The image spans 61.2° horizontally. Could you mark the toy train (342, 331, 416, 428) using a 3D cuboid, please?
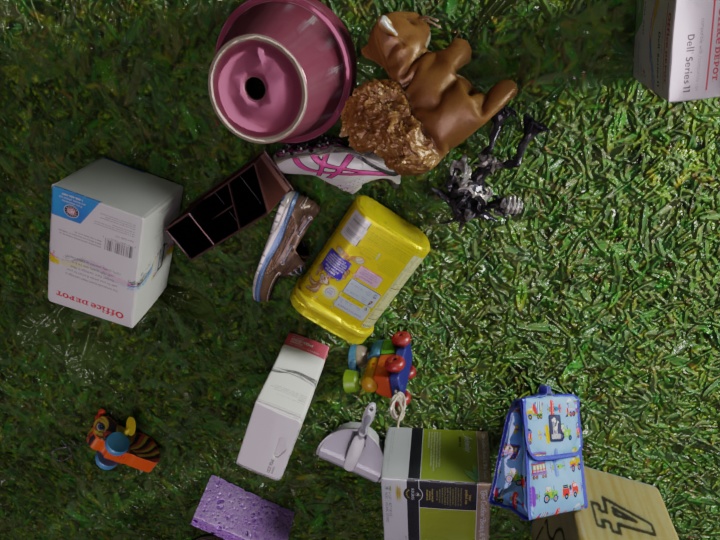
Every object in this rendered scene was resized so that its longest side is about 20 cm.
[{"bbox_3d":[0.022,0.183,0.993,0.114,0.201,0.086,-4,117,16],"label":"toy train"}]

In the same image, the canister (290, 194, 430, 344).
[{"bbox_3d":[0.000,0.000,0.964,0.147,0.087,0.201,30,115,-13],"label":"canister"}]

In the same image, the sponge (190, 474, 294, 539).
[{"bbox_3d":[-0.235,0.505,1.241,0.197,0.112,0.030,26,116,-5],"label":"sponge"}]

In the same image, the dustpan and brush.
[{"bbox_3d":[-0.002,0.314,1.134,0.138,0.057,0.203,21,113,5],"label":"dustpan and brush"}]

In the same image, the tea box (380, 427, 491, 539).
[{"bbox_3d":[0.141,0.414,1.125,0.193,0.134,0.203,2,117,9],"label":"tea box"}]

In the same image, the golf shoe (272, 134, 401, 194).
[{"bbox_3d":[-0.033,-0.153,0.902,0.196,0.073,0.094,-2,116,10],"label":"golf shoe"}]

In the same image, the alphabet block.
[{"bbox_3d":[0.434,0.502,1.087,0.193,0.201,0.198,13,118,1],"label":"alphabet block"}]

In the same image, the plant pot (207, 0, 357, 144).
[{"bbox_3d":[-0.112,-0.254,0.804,0.196,0.180,0.203,3,118,6],"label":"plant pot"}]

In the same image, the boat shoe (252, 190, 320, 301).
[{"bbox_3d":[-0.119,-0.027,0.979,0.071,0.073,0.202,20,118,-4],"label":"boat shoe"}]

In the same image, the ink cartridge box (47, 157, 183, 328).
[{"bbox_3d":[-0.389,-0.045,0.969,0.145,0.145,0.203,19,118,-1],"label":"ink cartridge box"}]

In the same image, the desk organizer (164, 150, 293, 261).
[{"bbox_3d":[-0.204,-0.093,0.928,0.198,0.077,0.072,-25,111,36],"label":"desk organizer"}]

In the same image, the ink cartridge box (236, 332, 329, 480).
[{"bbox_3d":[-0.128,0.225,1.034,0.084,0.201,0.147,20,118,-2],"label":"ink cartridge box"}]

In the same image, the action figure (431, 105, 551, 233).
[{"bbox_3d":[0.177,-0.131,0.866,0.117,0.102,0.202,24,114,-6],"label":"action figure"}]

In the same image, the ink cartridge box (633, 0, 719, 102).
[{"bbox_3d":[0.378,-0.269,0.708,0.066,0.201,0.119,-4,116,11],"label":"ink cartridge box"}]

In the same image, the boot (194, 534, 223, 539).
[{"bbox_3d":[-0.327,0.651,1.305,0.197,0.151,0.074,-20,112,18],"label":"boot"}]

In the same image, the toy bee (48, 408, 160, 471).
[{"bbox_3d":[-0.494,0.328,1.211,0.130,0.110,0.200,-31,133,13],"label":"toy bee"}]

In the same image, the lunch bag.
[{"bbox_3d":[0.303,0.293,1.021,0.148,0.094,0.204,5,88,-33],"label":"lunch bag"}]

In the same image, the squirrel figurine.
[{"bbox_3d":[0.062,-0.233,0.790,0.200,0.141,0.187,-42,99,-10],"label":"squirrel figurine"}]
